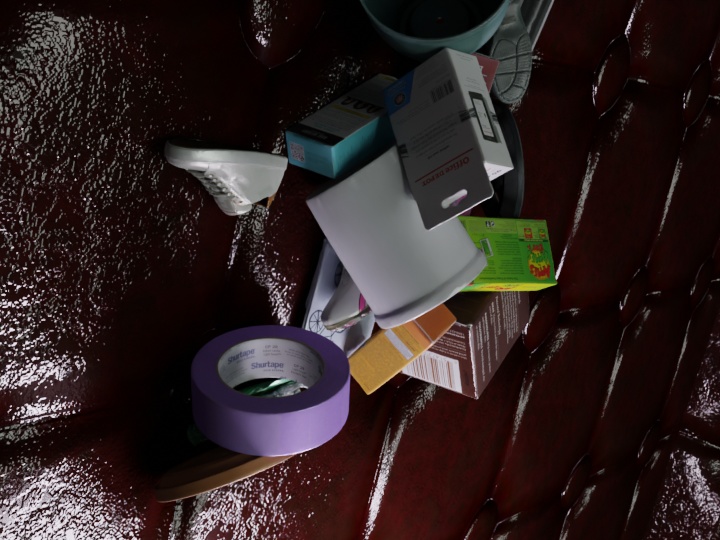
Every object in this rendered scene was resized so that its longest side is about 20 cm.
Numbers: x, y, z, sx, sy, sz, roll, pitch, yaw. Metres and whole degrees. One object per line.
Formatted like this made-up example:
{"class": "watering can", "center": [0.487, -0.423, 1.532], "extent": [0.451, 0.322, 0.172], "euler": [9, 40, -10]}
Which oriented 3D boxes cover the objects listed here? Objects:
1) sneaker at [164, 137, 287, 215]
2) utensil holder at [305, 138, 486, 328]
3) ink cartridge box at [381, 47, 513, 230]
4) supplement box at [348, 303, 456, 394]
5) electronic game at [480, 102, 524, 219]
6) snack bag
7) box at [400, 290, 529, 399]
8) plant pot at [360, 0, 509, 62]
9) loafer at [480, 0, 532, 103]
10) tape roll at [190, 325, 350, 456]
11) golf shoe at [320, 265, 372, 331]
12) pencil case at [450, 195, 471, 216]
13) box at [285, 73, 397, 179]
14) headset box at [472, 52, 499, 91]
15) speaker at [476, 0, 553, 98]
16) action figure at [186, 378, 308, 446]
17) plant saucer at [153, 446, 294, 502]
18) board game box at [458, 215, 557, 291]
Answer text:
{"class": "sneaker", "center": [-0.156, -0.106, 1.275], "extent": [0.200, 0.073, 0.085], "euler": [4, 103, -57]}
{"class": "utensil holder", "center": [0.044, -0.052, 1.442], "extent": [0.170, 0.170, 0.200], "euler": [-40, 102, -35]}
{"class": "ink cartridge box", "center": [0.113, -0.158, 1.358], "extent": [0.068, 0.116, 0.201], "euler": [4, 65, -48]}
{"class": "supplement box", "center": [0.053, 0.105, 1.571], "extent": [0.067, 0.069, 0.200], "euler": [-41, 176, -39]}
{"class": "electronic game", "center": [0.218, -0.162, 1.705], "extent": [0.041, 0.200, 0.201], "euler": [-6, 122, -9]}
{"class": "snack bag", "center": [-0.027, 0.058, 1.607], "extent": [0.188, 0.021, 0.201], "euler": [6, 101, -58]}
{"class": "box", "center": [0.151, 0.061, 1.719], "extent": [0.200, 0.165, 0.165], "euler": [-51, 144, -37]}
{"class": "plant pot", "center": [0.101, -0.350, 1.410], "extent": [0.201, 0.200, 0.134], "euler": [-59, 163, -13]}
{"class": "loafer", "center": [0.209, -0.349, 1.616], "extent": [0.072, 0.063, 0.201], "euler": [-10, 100, -14]}
{"class": "tape roll", "center": [-0.113, 0.147, 1.374], "extent": [0.200, 0.200, 0.066], "euler": [-28, 132, -45]}
{"class": "golf shoe", "center": [0.000, 0.000, 1.548], "extent": [0.092, 0.073, 0.200], "euler": [51, 61, -21]}
{"class": "pencil case", "center": [0.136, -0.092, 1.658], "extent": [0.087, 0.087, 0.201], "euler": [54, 48, -53]}
{"class": "box", "center": [-0.002, -0.194, 1.438], "extent": [0.200, 0.082, 0.049], "euler": [-37, 137, -38]}
{"class": "headset box", "center": [0.130, -0.232, 1.548], "extent": [0.149, 0.075, 0.201], "euler": [-102, -151, -79]}
{"class": "speaker", "center": [0.234, -0.365, 1.680], "extent": [0.081, 0.081, 0.201], "euler": [25, 89, -57]}
{"class": "action figure", "center": [-0.151, 0.188, 1.463], "extent": [0.200, 0.055, 0.118], "euler": [-20, 160, -39]}
{"class": "plant saucer", "center": [-0.168, 0.243, 1.386], "extent": [0.200, 0.200, 0.032], "euler": [-18, 89, -50]}
{"class": "board game box", "center": [0.198, -0.024, 1.606], "extent": [0.199, 0.048, 0.102], "euler": [0, 76, -38]}
